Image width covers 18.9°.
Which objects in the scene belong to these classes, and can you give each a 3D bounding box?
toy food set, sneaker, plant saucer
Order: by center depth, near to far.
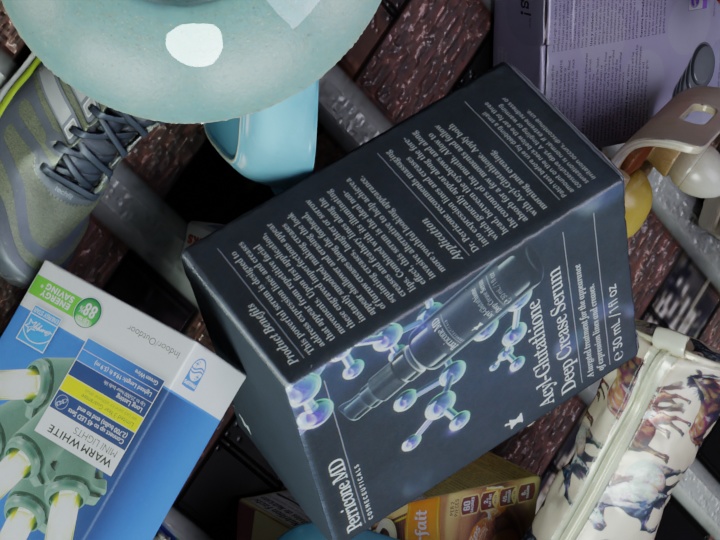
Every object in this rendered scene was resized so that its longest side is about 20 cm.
[{"bbox_3d":[-0.081,-0.171,1.014,0.039,0.200,0.202,54,60,-84],"label":"plant saucer"},{"bbox_3d":[-0.128,-0.084,1.064,0.074,0.081,0.201,24,87,-43],"label":"sneaker"},{"bbox_3d":[0.156,-0.010,1.273,0.201,0.060,0.143,-62,170,24],"label":"toy food set"}]

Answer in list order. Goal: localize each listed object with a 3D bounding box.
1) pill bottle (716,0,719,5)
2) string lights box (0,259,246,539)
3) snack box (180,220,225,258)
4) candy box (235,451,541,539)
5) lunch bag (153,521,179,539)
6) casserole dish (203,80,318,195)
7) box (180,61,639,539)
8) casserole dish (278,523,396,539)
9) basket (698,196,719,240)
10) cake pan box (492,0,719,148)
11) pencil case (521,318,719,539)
[{"bbox_3d":[0.213,-0.234,1.229,0.200,0.112,0.113,43,75,-39],"label":"pill bottle"},{"bbox_3d":[-0.152,0.109,1.042,0.201,0.102,0.059,-61,151,-7],"label":"string lights box"},{"bbox_3d":[0.000,0.000,1.209,0.199,0.072,0.024,7,101,-42],"label":"snack box"},{"bbox_3d":[0.015,0.182,1.293,0.199,0.055,0.116,-7,109,-41],"label":"candy box"},{"bbox_3d":[-0.105,0.225,1.130,0.082,0.161,0.201,-24,122,-22],"label":"lunch bag"},{"bbox_3d":[-0.053,-0.132,1.098,0.039,0.121,0.201,-2,108,-17],"label":"casserole dish"},{"bbox_3d":[0.030,0.017,1.101,0.199,0.107,0.149,-31,143,-13],"label":"box"},{"bbox_3d":[0.016,0.215,1.207,0.199,0.039,0.122,22,103,-25],"label":"casserole dish"},{"bbox_3d":[0.326,-0.086,1.430,0.123,0.135,0.201,20,90,-39],"label":"basket"},{"bbox_3d":[0.161,-0.177,1.309,0.184,0.052,0.201,-16,114,-39],"label":"cake pan box"},{"bbox_3d":[0.151,0.121,1.276,0.201,0.078,0.089,-65,166,13],"label":"pencil case"}]
